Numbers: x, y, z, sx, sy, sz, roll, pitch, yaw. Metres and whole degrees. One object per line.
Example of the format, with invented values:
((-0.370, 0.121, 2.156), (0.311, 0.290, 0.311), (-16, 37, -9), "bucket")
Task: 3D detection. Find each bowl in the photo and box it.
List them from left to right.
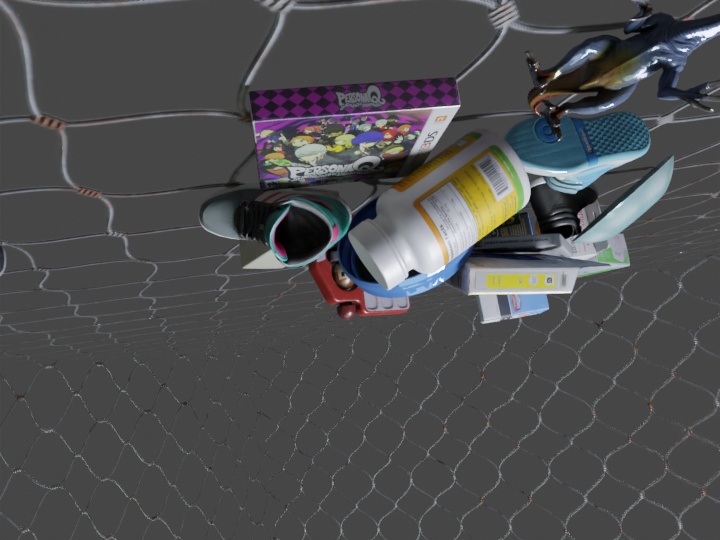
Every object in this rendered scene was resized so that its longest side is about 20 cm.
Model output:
((0.065, -0.045, 0.739), (0.199, 0.202, 0.039), (-13, 132, 19), "bowl")

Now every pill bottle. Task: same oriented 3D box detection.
((0.088, -0.067, 0.629), (0.199, 0.111, 0.111), (-35, 172, -7), "pill bottle")

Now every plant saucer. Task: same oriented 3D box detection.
((0.436, -0.103, 0.873), (0.201, 0.039, 0.201), (-40, 170, -9), "plant saucer")

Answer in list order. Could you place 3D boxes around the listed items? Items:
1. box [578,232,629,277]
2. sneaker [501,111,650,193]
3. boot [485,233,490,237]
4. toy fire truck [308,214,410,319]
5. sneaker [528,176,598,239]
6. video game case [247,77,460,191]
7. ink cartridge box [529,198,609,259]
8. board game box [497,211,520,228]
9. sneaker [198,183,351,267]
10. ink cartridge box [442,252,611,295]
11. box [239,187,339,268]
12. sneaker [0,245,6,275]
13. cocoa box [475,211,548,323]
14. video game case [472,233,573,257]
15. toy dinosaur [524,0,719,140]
((0.580, -0.042, 1.417), (0.199, 0.098, 0.176), (2, 167, -42), "box")
((0.251, -0.139, 0.690), (0.198, 0.080, 0.131), (-6, 167, -14), "sneaker")
((0.162, -0.072, 0.966), (0.090, 0.073, 0.200), (-13, 171, -13), "boot")
((0.000, 0.000, 0.950), (0.199, 0.170, 0.112), (-1, 166, -38), "toy fire truck")
((0.356, -0.100, 0.921), (0.199, 0.100, 0.070), (-1, 165, -41), "sneaker")
((-0.015, -0.140, 0.575), (0.198, 0.036, 0.181), (-7, 169, -10), "video game case")
((0.404, -0.069, 1.072), (0.067, 0.116, 0.200), (-8, 168, -8), "ink cartridge box")
((0.147, -0.093, 0.854), (0.198, 0.024, 0.105), (-12, 135, 18), "board game box")
((-0.112, -0.055, 0.654), (0.198, 0.084, 0.121), (0, -162, 1), "sneaker")
((0.216, 0.001, 0.780), (0.198, 0.047, 0.198), (2, -174, -9), "ink cartridge box")
((-0.112, -0.059, 0.823), (0.082, 0.069, 0.199), (0, 166, -37), "box")
((-0.577, -0.006, 0.684), (0.198, 0.078, 0.112), (-9, 170, 0), "sneaker")
((0.297, -0.001, 1.107), (0.130, 0.202, 0.133), (-11, 170, 9), "cocoa box")
((0.264, -0.038, 0.928), (0.180, 0.024, 0.200), (-2, 176, 27), "video game case")
((0.242, -0.203, 0.469), (0.180, 0.105, 0.200), (-25, -157, 15), "toy dinosaur")
